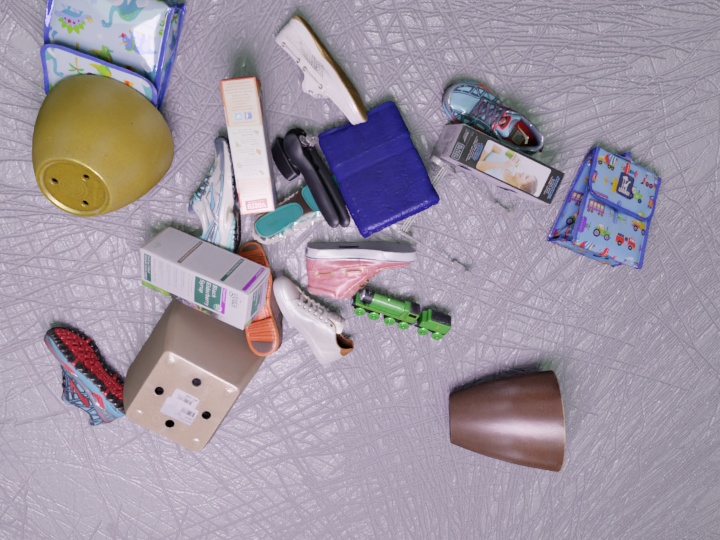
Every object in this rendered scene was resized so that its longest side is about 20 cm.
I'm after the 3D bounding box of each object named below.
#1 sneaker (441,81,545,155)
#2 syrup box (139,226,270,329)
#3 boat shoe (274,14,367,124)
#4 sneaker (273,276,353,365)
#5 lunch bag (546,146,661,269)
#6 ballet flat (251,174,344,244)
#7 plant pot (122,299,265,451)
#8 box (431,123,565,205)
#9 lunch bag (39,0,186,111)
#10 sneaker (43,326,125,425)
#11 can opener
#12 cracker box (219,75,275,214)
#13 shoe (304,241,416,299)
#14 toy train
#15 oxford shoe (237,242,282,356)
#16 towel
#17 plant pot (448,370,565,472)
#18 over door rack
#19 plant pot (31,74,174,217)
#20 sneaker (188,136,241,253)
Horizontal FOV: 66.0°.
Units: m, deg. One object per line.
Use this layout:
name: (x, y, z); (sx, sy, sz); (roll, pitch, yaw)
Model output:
sneaker: (0.234, -0.262, 0.944); (0.199, 0.096, 0.080); (25, 100, -13)
syrup box: (-0.256, 0.011, 0.918); (0.199, 0.082, 0.079); (23, 129, 10)
boat shoe: (-0.065, -0.313, 0.906); (0.069, 0.071, 0.200); (-35, 92, 17)
sneaker: (-0.078, 0.079, 1.003); (0.084, 0.073, 0.200); (-24, 119, 18)
lunch bag: (0.463, -0.122, 1.029); (0.150, 0.094, 0.201); (19, 90, -11)
ballet flat: (-0.097, -0.104, 0.959); (0.199, 0.072, 0.072); (-27, 107, -9)
plant pot: (-0.289, 0.186, 0.955); (0.199, 0.177, 0.200); (32, 98, -14)
box: (0.234, -0.183, 0.957); (0.199, 0.117, 0.060); (23, 99, -11)
lunch bag: (-0.375, -0.332, 0.837); (0.169, 0.128, 0.201); (18, 115, -14)
sneaker: (-0.498, 0.194, 0.974); (0.095, 0.079, 0.200); (-30, 104, 6)
can opener: (-0.073, -0.154, 0.920); (0.200, 0.063, 0.079); (56, 134, 14)
cracker box: (-0.175, -0.200, 0.887); (0.057, 0.134, 0.201); (-8, 106, -5)
shoe: (0.000, 0.000, 1.001); (0.199, 0.072, 0.092); (0, 106, -2)
toy train: (0.079, 0.080, 1.037); (0.199, 0.042, 0.056); (19, 137, -12)
oxford shoe: (-0.180, 0.050, 0.996); (0.071, 0.073, 0.201); (-7, 89, 11)
towel: (0.030, -0.168, 0.927); (0.147, 0.050, 0.201); (-24, 75, 3)
plant pot: (0.272, 0.288, 1.071); (0.199, 0.187, 0.188); (-1, 106, 8)
over door rack: (0.157, -0.096, 1.000); (0.200, 0.067, 0.148); (30, 101, -26)
plant pot: (-0.396, -0.163, 0.822); (0.199, 0.142, 0.201); (1, 134, 1)
sneaker: (-0.248, -0.124, 0.930); (0.086, 0.078, 0.201); (3, 105, -5)
